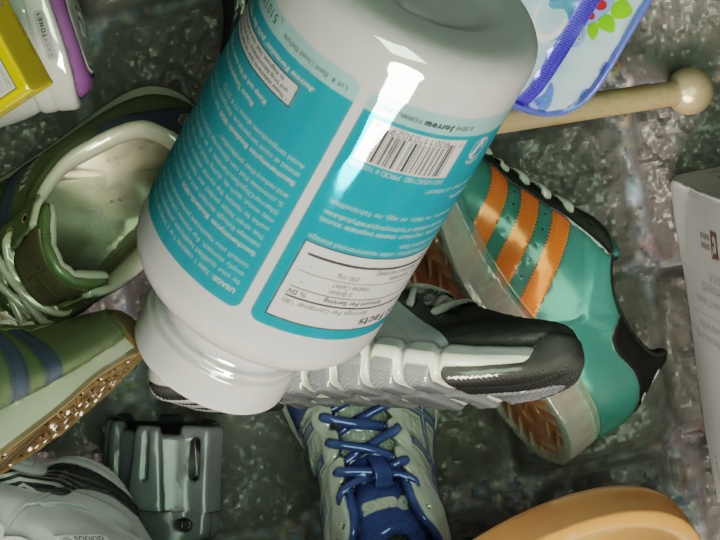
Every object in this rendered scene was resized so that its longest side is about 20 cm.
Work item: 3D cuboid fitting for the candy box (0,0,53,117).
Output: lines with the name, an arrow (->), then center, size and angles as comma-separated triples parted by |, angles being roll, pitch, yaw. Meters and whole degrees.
candy box -> -0.216, -0.140, 1.195 | 0.102, 0.026, 0.201 | -30, 88, 30

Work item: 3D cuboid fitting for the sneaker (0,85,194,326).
sneaker -> -0.145, -0.006, 1.232 | 0.200, 0.090, 0.067 | -40, 104, -3

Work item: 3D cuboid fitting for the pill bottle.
pill bottle -> -0.020, -0.038, 1.131 | 0.110, 0.111, 0.200 | 24, 121, -13

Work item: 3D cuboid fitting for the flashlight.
flashlight -> -0.099, 0.167, 1.292 | 0.067, 0.068, 0.201 | 1, 93, -7

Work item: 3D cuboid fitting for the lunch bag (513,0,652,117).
lunch bag -> 0.071, -0.171, 1.182 | 0.160, 0.083, 0.200 | 22, 111, -31

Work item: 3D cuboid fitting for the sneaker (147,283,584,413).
sneaker -> 0.000, 0.000, 1.228 | 0.199, 0.075, 0.116 | -2, 78, 21

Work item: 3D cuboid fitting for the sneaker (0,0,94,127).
sneaker -> -0.188, -0.153, 1.221 | 0.099, 0.075, 0.201 | -19, 95, 6

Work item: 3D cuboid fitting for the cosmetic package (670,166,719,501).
cosmetic package -> 0.266, 0.026, 1.284 | 0.199, 0.167, 0.167 | -11, 99, -10

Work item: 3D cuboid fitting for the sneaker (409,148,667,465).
sneaker -> 0.065, -0.014, 1.297 | 0.080, 0.071, 0.200 | -35, 97, -24

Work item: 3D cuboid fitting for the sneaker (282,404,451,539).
sneaker -> 0.010, 0.089, 1.286 | 0.075, 0.088, 0.201 | -15, 99, -6

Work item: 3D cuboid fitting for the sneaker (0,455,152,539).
sneaker -> -0.141, 0.133, 1.161 | 0.200, 0.115, 0.075 | 2, 124, -53

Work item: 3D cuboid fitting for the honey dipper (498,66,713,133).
honey dipper -> 0.083, -0.069, 1.267 | 0.199, 0.038, 0.038 | -9, 100, -36

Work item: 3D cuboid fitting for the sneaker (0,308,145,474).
sneaker -> -0.162, 0.038, 1.130 | 0.090, 0.200, 0.067 | 48, 122, 4

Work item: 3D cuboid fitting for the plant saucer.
plant saucer -> 0.072, 0.177, 1.272 | 0.200, 0.032, 0.201 | -24, 144, -19

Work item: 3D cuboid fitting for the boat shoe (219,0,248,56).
boat shoe -> -0.050, -0.175, 1.248 | 0.060, 0.076, 0.201 | 8, 85, -12
